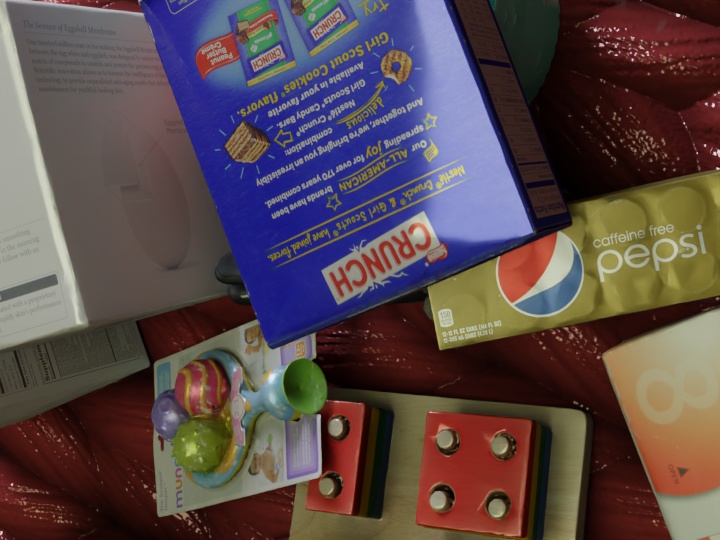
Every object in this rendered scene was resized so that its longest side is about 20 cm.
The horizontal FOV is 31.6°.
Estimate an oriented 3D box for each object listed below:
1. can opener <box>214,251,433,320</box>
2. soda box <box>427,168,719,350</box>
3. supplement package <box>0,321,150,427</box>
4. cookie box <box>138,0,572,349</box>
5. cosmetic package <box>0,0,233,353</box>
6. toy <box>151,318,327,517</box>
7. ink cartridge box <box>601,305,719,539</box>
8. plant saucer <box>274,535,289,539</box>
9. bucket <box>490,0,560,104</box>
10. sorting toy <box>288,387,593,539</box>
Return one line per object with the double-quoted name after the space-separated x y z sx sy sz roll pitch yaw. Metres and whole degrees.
0.000 0.000 0.837 0.197 0.064 0.079 -10 48 19 "can opener"
0.137 -0.008 0.731 0.197 0.064 0.069 -12 90 10 "soda box"
-0.287 0.039 0.918 0.150 0.199 0.153 -23 85 28 "supplement package"
-0.004 -0.084 0.670 0.169 0.075 0.203 -22 86 28 "cookie box"
-0.190 -0.061 0.855 0.121 0.199 0.203 -14 89 27 "cosmetic package"
-0.101 0.096 0.866 0.199 0.047 0.117 -21 66 44 "toy"
0.256 0.088 0.719 0.198 0.050 0.164 -24 84 31 "ink cartridge box"
-0.034 0.291 0.897 0.198 0.051 0.204 3 97 28 "plant saucer"
0.017 -0.156 0.769 0.204 0.134 0.211 3 96 27 "bucket"
0.034 0.177 0.800 0.197 0.069 0.202 2 78 26 "sorting toy"
